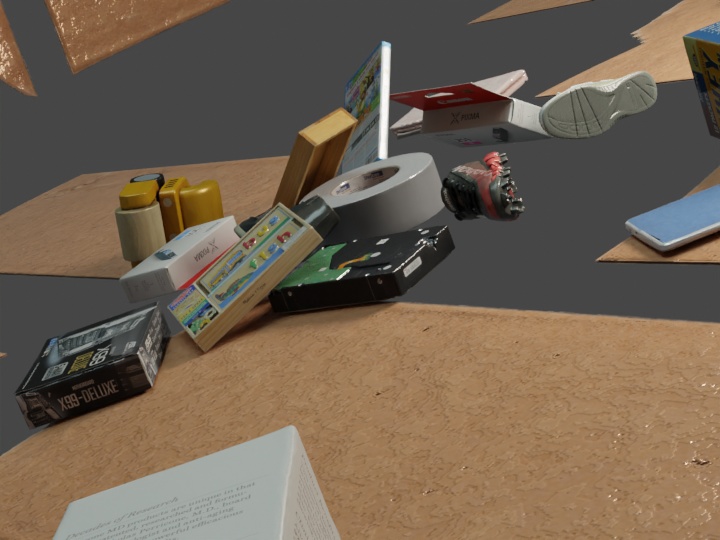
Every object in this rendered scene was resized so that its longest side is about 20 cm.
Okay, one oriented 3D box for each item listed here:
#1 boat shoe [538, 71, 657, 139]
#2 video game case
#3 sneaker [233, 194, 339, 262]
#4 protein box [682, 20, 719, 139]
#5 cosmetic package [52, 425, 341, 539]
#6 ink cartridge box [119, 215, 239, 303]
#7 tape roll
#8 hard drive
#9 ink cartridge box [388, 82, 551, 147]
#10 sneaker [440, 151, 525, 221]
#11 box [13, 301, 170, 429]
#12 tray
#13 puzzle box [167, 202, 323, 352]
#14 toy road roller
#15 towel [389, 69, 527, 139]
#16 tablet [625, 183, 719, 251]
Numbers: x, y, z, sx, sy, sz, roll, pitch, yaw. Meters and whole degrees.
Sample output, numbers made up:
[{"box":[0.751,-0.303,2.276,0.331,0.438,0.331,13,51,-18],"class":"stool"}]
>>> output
[{"box":[0.331,-0.234,2.018,0.200,0.075,0.065,-24,10,-26],"class":"boat shoe"},{"box":[0.008,-0.225,2.139,0.018,0.202,0.143,11,-26,-21],"class":"video game case"},{"box":[-0.094,-0.053,1.887,0.106,0.075,0.200,-45,26,-9],"class":"sneaker"},{"box":[0.520,-0.241,1.674,0.196,0.136,0.200,-22,16,-2],"class":"protein box"},{"box":[-0.089,0.225,0.836,0.164,0.169,0.200,-19,15,6],"class":"cosmetic package"},{"box":[-0.229,-0.024,2.074,0.174,0.045,0.200,-13,18,31],"class":"ink cartridge box"},{"box":[0.017,-0.095,1.957,0.198,0.067,0.201,-19,15,5],"class":"tape roll"},{"box":[0.000,0.000,1.714,0.198,0.038,0.140,-8,20,36],"class":"hard drive"},{"box":[0.157,-0.227,2.092,0.172,0.044,0.199,12,-7,-39],"class":"ink cartridge box"},{"box":[0.150,-0.095,1.778,0.097,0.072,0.201,-19,14,5],"class":"sneaker"},{"box":[-0.321,0.112,1.723,0.156,0.050,0.200,-19,16,5],"class":"box"},{"box":[-0.075,-0.132,2.016,0.098,0.037,0.201,-36,-21,-43],"class":"tray"},{"box":[-0.145,0.005,1.754,0.200,0.025,0.133,-44,26,-6],"class":"puzzle box"},{"box":[-0.295,-0.085,2.227,0.144,0.125,0.200,-7,17,6],"class":"toy road roller"},{"box":[0.172,-0.288,2.464,0.198,0.033,0.191,-11,19,32],"class":"towel"},{"box":[0.389,-0.070,1.498,0.198,0.014,0.130,-21,15,-3],"class":"tablet"}]
